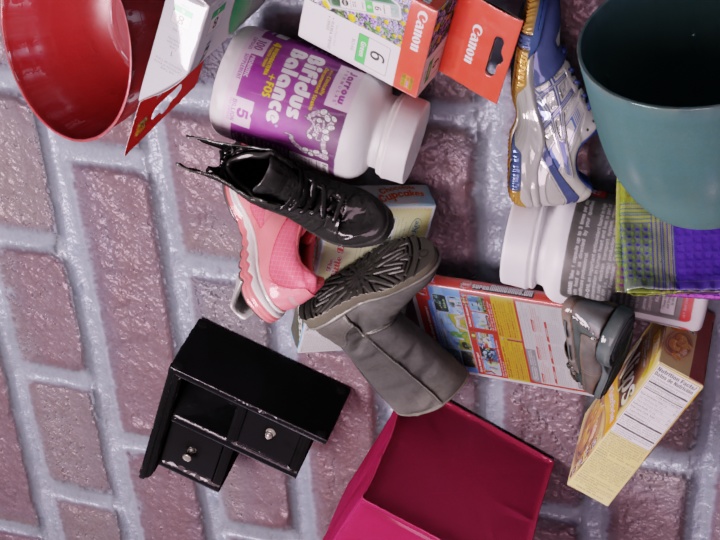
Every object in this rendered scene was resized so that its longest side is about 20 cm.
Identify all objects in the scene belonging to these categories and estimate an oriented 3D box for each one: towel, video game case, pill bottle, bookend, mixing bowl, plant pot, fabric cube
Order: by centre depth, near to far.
[{"bbox_3d":[0.294,-0.135,1.252,0.198,0.202,0.162,2,133,20],"label":"plant pot"},{"bbox_3d":[0.331,-0.044,1.326,0.197,0.146,0.023,0,162,10],"label":"towel"},{"bbox_3d":[0.241,-0.017,1.405,0.197,0.114,0.115,12,128,13],"label":"pill bottle"},{"bbox_3d":[-0.037,-0.155,1.414,0.197,0.113,0.113,19,129,7],"label":"pill bottle"},{"bbox_3d":[-0.249,-0.234,1.422,0.198,0.108,0.203,17,116,39],"label":"mixing bowl"},{"bbox_3d":[0.155,0.067,1.528,0.197,0.018,0.144,9,141,24],"label":"video game case"},{"bbox_3d":[0.075,0.292,1.639,0.195,0.201,0.200,30,131,-1],"label":"fabric cube"},{"bbox_3d":[-0.140,0.191,1.719,0.197,0.092,0.201,25,131,2],"label":"bookend"}]

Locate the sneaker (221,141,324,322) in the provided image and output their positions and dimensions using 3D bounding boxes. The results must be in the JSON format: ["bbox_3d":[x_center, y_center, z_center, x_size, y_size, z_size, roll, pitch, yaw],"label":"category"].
[{"bbox_3d":[-0.081,-0.050,1.485,0.086,0.203,0.074,-21,156,21],"label":"sneaker"}]

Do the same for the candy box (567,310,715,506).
[{"bbox_3d":[0.287,0.133,1.494,0.055,0.116,0.201,26,130,0],"label":"candy box"}]

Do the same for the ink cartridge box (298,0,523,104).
[{"bbox_3d":[0.042,-0.224,1.342,0.198,0.050,0.110,30,141,13],"label":"ink cartridge box"}]

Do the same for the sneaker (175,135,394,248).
[{"bbox_3d":[-0.070,-0.076,1.394,0.198,0.104,0.061,22,89,19],"label":"sneaker"}]

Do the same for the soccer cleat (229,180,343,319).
[{"bbox_3d":[-0.072,-0.019,1.544,0.068,0.086,0.200,41,129,-11],"label":"soccer cleat"}]

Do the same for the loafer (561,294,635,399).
[{"bbox_3d":[0.223,0.066,1.399,0.062,0.072,0.200,28,166,15],"label":"loafer"}]

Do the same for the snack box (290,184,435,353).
[{"bbox_3d":[0.000,0.000,1.526,0.115,0.037,0.202,-2,132,-20],"label":"snack box"}]

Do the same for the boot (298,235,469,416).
[{"bbox_3d":[0.054,0.065,1.513,0.180,0.073,0.200,-24,127,30],"label":"boot"}]

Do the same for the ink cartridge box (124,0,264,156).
[{"bbox_3d":[-0.150,-0.211,1.386,0.050,0.161,0.201,27,130,6],"label":"ink cartridge box"}]

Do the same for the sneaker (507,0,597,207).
[{"bbox_3d":[0.182,-0.159,1.347,0.087,0.075,0.203,1,110,3],"label":"sneaker"}]
